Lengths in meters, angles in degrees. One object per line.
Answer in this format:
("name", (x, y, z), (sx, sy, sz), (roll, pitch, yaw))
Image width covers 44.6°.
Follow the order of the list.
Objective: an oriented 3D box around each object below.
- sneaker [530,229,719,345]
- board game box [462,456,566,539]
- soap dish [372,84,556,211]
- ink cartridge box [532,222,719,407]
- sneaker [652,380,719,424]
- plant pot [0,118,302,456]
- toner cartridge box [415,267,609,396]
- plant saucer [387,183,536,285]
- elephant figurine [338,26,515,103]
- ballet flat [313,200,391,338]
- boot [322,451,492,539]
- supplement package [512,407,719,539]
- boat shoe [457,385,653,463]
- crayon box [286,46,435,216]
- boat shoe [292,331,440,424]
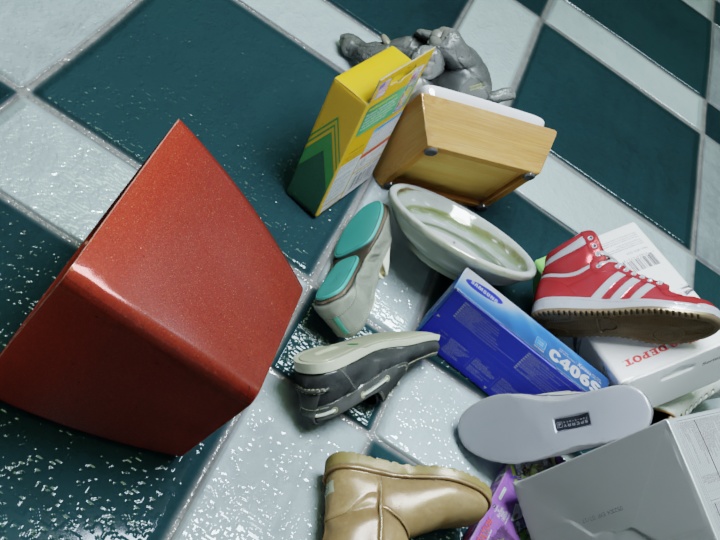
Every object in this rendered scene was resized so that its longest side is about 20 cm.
("sneaker", (0.290, 0.016, 0.960), (0.197, 0.072, 0.114), (3, 54, 20))
("board game box", (0.174, 0.264, 0.880), (0.120, 0.032, 0.200), (44, 43, 1))
("soap dish", (0.122, -0.147, 1.101), (0.197, 0.157, 0.083), (10, 69, -25))
("ink cartridge box", (0.311, 0.057, 1.029), (0.143, 0.085, 0.201), (-20, 48, -8))
("sneaker", (0.378, 0.165, 1.068), (0.197, 0.073, 0.086), (-2, 58, -20))
("plant pot", (-0.166, 0.037, 0.741), (0.176, 0.199, 0.201), (38, 42, -15))
("toner cartridge box", (0.164, 0.095, 0.965), (0.199, 0.095, 0.043), (39, 43, 0))
("plant saucer", (0.112, -0.031, 1.039), (0.198, 0.051, 0.201), (26, 20, -10))
("elephant figurine", (0.084, -0.277, 1.197), (0.156, 0.141, 0.200), (54, -2, -30))
("ballet flat", (0.000, 0.000, 0.969), (0.064, 0.067, 0.201), (56, 33, -23))
("boot", (0.035, 0.270, 0.761), (0.172, 0.067, 0.202), (11, 48, -8))
("supplement package", (0.294, 0.229, 0.831), (0.198, 0.191, 0.149), (0, 64, -40))
("boat shoe", (0.201, 0.156, 0.904), (0.070, 0.197, 0.072), (27, 51, -64))
("crayon box", (-0.002, -0.170, 0.997), (0.051, 0.201, 0.126), (39, 43, 10))
("boat shoe", (0.010, 0.101, 0.895), (0.198, 0.071, 0.069), (-13, 98, -47))
